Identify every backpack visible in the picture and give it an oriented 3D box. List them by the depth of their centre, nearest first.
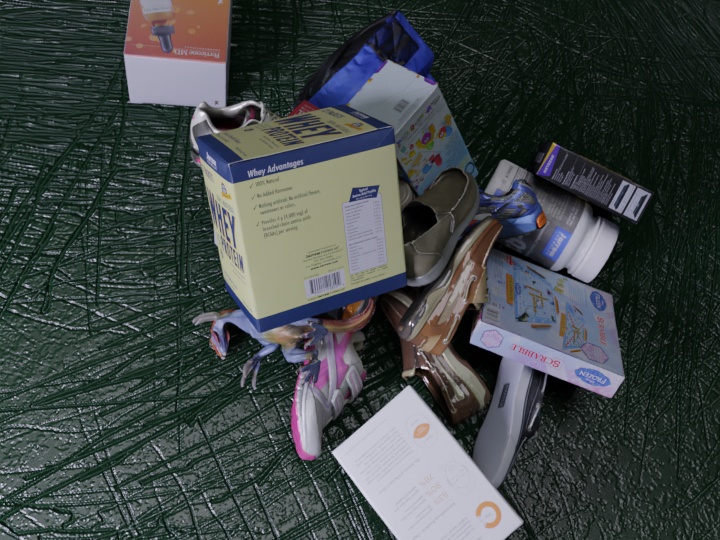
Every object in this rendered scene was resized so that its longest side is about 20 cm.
[{"bbox_3d":[0.011,-0.268,1.154,0.168,0.162,0.200,47,60,-8],"label":"backpack"}]

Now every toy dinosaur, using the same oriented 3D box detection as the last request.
[{"bbox_3d":[-0.110,0.083,0.963,0.199,0.106,0.181,-17,25,-34],"label":"toy dinosaur"}]

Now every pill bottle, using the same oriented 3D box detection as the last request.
[{"bbox_3d":[0.272,-0.070,1.127,0.199,0.114,0.114,28,61,5],"label":"pill bottle"}]

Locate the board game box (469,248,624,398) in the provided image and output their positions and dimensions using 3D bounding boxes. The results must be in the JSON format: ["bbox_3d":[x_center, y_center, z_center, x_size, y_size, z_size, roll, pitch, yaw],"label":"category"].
[{"bbox_3d":[0.255,0.065,1.046,0.198,0.041,0.201,22,33,1],"label":"board game box"}]

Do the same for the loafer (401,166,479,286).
[{"bbox_3d":[0.098,-0.072,0.980,0.070,0.075,0.201,54,44,-32],"label":"loafer"}]

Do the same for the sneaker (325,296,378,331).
[{"bbox_3d":[0.000,0.000,1.040,0.077,0.079,0.200,19,35,13],"label":"sneaker"}]

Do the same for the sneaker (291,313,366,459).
[{"bbox_3d":[-0.038,0.144,0.972,0.087,0.082,0.202,11,61,-3],"label":"sneaker"}]

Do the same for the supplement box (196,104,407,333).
[{"bbox_3d":[-0.066,-0.068,0.895,0.198,0.202,0.134,-17,28,-21],"label":"supplement box"}]

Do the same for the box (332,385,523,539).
[{"bbox_3d":[0.079,0.257,0.905,0.124,0.098,0.200,-39,74,-4],"label":"box"}]

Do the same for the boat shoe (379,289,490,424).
[{"bbox_3d":[0.084,0.116,1.017,0.075,0.075,0.203,-36,73,-16],"label":"boat shoe"}]

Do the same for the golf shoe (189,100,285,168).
[{"bbox_3d":[-0.114,-0.164,0.951,0.198,0.088,0.078,0,57,-8],"label":"golf shoe"}]

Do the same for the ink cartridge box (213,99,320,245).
[{"bbox_3d":[-0.113,-0.115,1.056,0.082,0.146,0.200,35,61,12],"label":"ink cartridge box"}]

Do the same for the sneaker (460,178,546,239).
[{"bbox_3d":[0.155,-0.077,1.062,0.198,0.075,0.079,-13,98,9],"label":"sneaker"}]

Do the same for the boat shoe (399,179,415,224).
[{"bbox_3d":[-0.008,-0.056,1.070,0.199,0.063,0.073,-26,53,15],"label":"boat shoe"}]

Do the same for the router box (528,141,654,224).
[{"bbox_3d":[0.338,-0.137,1.138,0.156,0.200,0.053,27,103,3],"label":"router box"}]

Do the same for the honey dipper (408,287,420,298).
[{"bbox_3d":[0.095,-0.038,1.124,0.038,0.038,0.202,17,65,-2],"label":"honey dipper"}]

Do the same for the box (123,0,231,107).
[{"bbox_3d":[-0.278,-0.367,1.181,0.150,0.107,0.202,2,62,-10],"label":"box"}]

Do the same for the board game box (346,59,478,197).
[{"bbox_3d":[0.073,-0.177,1.068,0.105,0.200,0.103,-48,53,-7],"label":"board game box"}]

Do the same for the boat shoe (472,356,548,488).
[{"bbox_3d":[0.206,0.199,1.001,0.067,0.072,0.202,30,61,-19],"label":"boat shoe"}]

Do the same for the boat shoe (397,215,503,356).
[{"bbox_3d":[0.128,0.023,0.987,0.074,0.076,0.201,37,77,-4],"label":"boat shoe"}]
